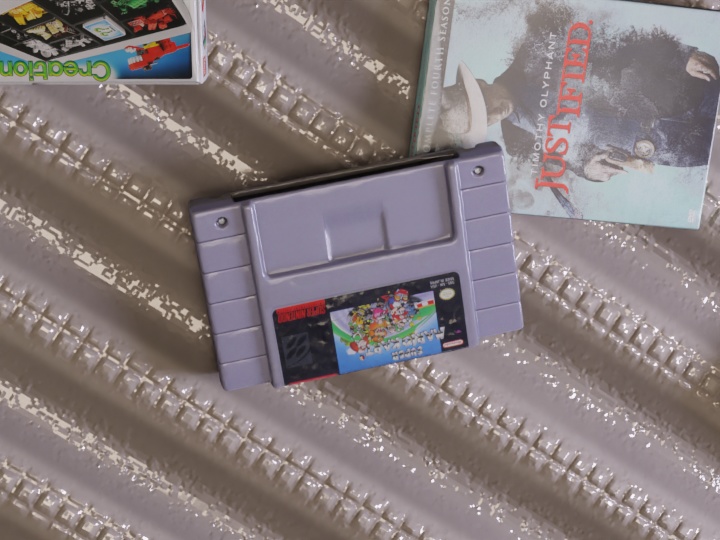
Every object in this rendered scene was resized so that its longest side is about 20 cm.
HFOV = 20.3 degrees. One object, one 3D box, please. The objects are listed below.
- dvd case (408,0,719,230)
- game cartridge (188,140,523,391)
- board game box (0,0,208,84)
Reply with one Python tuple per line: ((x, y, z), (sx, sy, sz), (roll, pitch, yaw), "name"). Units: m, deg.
((0.133, -0.105, 1.288), (0.199, 0.022, 0.147), (6, 102, -12), "dvd case")
((0.000, 0.000, 1.265), (0.199, 0.038, 0.130), (-12, 110, -6), "game cartridge")
((-0.189, -0.172, 1.165), (0.199, 0.035, 0.127), (1, 105, 3), "board game box")
